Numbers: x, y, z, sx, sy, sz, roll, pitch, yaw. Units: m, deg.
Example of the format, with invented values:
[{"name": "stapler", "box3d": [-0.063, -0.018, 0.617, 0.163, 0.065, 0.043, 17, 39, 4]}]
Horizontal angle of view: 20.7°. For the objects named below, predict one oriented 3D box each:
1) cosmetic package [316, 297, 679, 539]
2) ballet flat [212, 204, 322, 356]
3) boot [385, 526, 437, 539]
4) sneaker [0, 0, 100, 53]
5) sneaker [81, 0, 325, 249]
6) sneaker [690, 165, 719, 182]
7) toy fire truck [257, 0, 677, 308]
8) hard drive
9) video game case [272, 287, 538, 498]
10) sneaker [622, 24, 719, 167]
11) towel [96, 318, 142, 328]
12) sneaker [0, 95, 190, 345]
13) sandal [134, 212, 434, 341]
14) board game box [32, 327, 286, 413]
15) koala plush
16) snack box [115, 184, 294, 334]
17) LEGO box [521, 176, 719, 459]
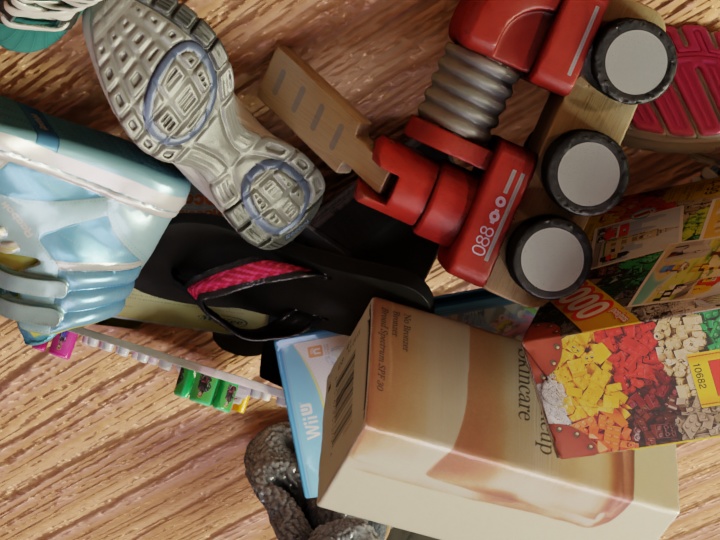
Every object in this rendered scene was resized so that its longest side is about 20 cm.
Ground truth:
[{"name": "cosmetic package", "box3d": [0.082, 0.103, 1.172, 0.198, 0.104, 0.088, 16, 135, -14]}, {"name": "ballet flat", "box3d": [-0.065, -0.013, 1.318, 0.067, 0.047, 0.201, 13, 143, -2]}, {"name": "boot", "box3d": [0.041, 0.253, 1.788, 0.137, 0.078, 0.200, -2, 152, -20]}, {"name": "sneaker", "box3d": [-0.154, -0.159, 0.983, 0.071, 0.081, 0.200, 3, 149, -20]}, {"name": "sneaker", "box3d": [-0.101, -0.091, 1.121, 0.074, 0.087, 0.200, -43, 132, -8]}, {"name": "sneaker", "box3d": [0.197, -0.019, 1.277, 0.145, 0.081, 0.201, 16, 111, -27]}, {"name": "toy fire truck", "box3d": [0.051, -0.097, 1.105, 0.198, 0.177, 0.129, 22, -174, -7]}, {"name": "hard drive", "box3d": [0.000, 0.000, 1.281, 0.135, 0.042, 0.201, -38, 163, -28]}, {"name": "video game case", "box3d": [0.051, 0.075, 1.260, 0.198, 0.018, 0.144, -10, 130, -1]}, {"name": "sneaker", "box3d": [0.228, -0.092, 1.203, 0.198, 0.082, 0.088, 0, 149, -13]}, {"name": "towel", "box3d": [-0.163, -0.017, 1.308, 0.085, 0.018, 0.200, 9, 148, -17]}, {"name": "sneaker", "box3d": [-0.208, -0.028, 1.135, 0.198, 0.080, 0.132, 19, 105, -20]}, {"name": "sandal", "box3d": [-0.055, 0.014, 1.183, 0.198, 0.045, 0.075, 11, 141, 12]}, {"name": "board game box", "box3d": [-0.099, 0.081, 1.356, 0.199, 0.026, 0.199, 14, 174, 45]}, {"name": "koala plush", "box3d": [0.025, 0.165, 1.570, 0.199, 0.184, 0.178, -31, 149, -2]}, {"name": "snack box", "box3d": [-0.145, -0.014, 1.248, 0.198, 0.037, 0.117, 9, 145, -8]}, {"name": "LEGO box", "box3d": [0.191, 0.019, 1.127, 0.148, 0.200, 0.078, -12, 110, 23]}]
